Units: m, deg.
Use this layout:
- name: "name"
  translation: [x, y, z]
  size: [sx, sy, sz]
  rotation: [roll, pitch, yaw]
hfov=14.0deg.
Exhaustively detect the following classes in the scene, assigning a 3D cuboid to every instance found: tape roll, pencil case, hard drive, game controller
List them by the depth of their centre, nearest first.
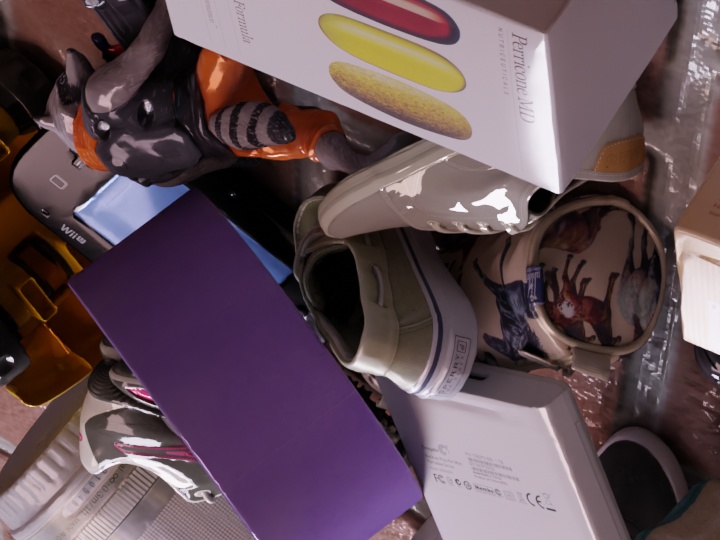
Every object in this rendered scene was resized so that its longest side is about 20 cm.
- name: "hard drive"
  translation: [0.087, 0.136, 1.469]
  size: [0.132, 0.026, 0.201]
  rotation: [10, 131, 51]
- name: "pencil case"
  translation: [0.070, 0.023, 1.474]
  size: [0.078, 0.090, 0.200]
  rotation: [30, 157, -20]
- name: "tape roll"
  translation: [-0.060, 0.062, 1.512]
  size: [0.200, 0.085, 0.200]
  rotation: [54, 175, 7]
- name: "game controller"
  translation: [-0.095, -0.020, 1.611]
  size: [0.200, 0.042, 0.104]
  rotation: [39, 116, -16]

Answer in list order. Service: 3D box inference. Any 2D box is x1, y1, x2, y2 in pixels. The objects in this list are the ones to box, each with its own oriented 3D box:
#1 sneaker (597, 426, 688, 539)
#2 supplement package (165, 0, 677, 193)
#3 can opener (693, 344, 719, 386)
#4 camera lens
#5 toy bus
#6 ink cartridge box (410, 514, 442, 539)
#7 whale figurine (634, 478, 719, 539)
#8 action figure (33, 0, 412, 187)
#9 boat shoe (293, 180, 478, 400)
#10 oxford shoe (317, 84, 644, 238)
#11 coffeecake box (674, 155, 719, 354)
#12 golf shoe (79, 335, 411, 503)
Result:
- name: "sneaker"
  translation: [0.120, 0.184, 1.601]
  size: [0.071, 0.099, 0.201]
  rotation: [29, 124, 22]
- name: "supplement package"
  translation: [0.022, -0.137, 1.244]
  size: [0.199, 0.110, 0.114]
  rotation: [23, 152, 23]
- name: "can opener"
  translation: [0.245, 0.075, 1.386]
  size: [0.200, 0.063, 0.079]
  rotation: [38, 153, -4]
- name: "camera lens"
  translation: [-0.110, 0.150, 1.815]
  size: [0.200, 0.160, 0.160]
  rotation: [40, 153, -10]
- name: "toy bus"
  translation: [-0.232, -0.042, 1.703]
  size: [0.200, 0.136, 0.192]
  rotation: [53, 164, -28]
- name: "ink cartridge box"
  translation: [0.058, 0.258, 1.753]
  size: [0.146, 0.200, 0.146]
  rotation: [35, 155, -1]
- name: "whale figurine"
  translation: [0.174, 0.209, 1.574]
  size: [0.103, 0.159, 0.201]
  rotation: [8, 123, 43]
- name: "action figure"
  translation: [-0.094, -0.100, 1.456]
  size: [0.193, 0.105, 0.200]
  rotation: [-10, 133, 42]
- name: "boat shoe"
  translation: [0.000, 0.000, 1.467]
  size: [0.062, 0.072, 0.200]
  rotation: [17, -165, -25]
- name: "oxford shoe"
  translation: [0.054, -0.041, 1.371]
  size: [0.200, 0.075, 0.058]
  rotation: [-21, 90, 43]
- name: "coffeecake box"
  translation: [0.228, -0.040, 1.062]
  size: [0.153, 0.200, 0.073]
  rotation: [23, 151, 24]
- name: "golf shoe"
  translation: [-0.066, 0.092, 1.696]
  size: [0.199, 0.077, 0.088]
  rotation: [16, 115, -16]
